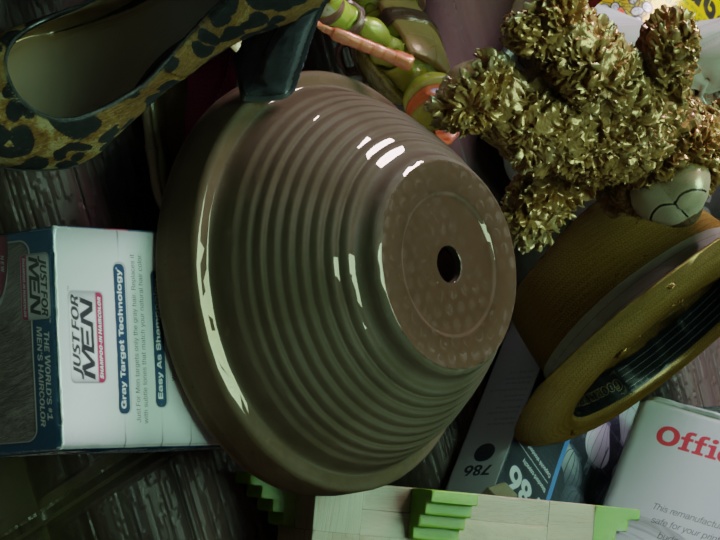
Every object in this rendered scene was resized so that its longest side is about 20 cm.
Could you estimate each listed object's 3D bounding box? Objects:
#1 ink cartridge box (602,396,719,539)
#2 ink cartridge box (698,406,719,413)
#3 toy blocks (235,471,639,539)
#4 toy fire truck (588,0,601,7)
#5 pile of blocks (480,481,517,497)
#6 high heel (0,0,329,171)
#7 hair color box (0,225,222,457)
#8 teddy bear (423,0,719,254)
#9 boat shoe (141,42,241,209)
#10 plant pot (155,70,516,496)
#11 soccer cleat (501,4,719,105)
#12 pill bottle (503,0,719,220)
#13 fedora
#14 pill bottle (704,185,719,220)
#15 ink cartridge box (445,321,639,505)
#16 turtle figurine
[{"bbox_3d":[0.196,0.190,1.580,0.083,0.145,0.200,68,41,-63],"label":"ink cartridge box"},{"bbox_3d":[0.276,0.172,1.746,0.200,0.125,0.129,30,62,-48],"label":"ink cartridge box"},{"bbox_3d":[0.033,0.177,1.405,0.200,0.100,0.137,7,86,-21],"label":"toy blocks"},{"bbox_3d":[0.076,-0.214,1.484,0.200,0.112,0.168,53,13,24],"label":"toy fire truck"},{"bbox_3d":[0.086,0.211,1.499,0.062,0.082,0.200,-9,103,-65],"label":"pile of blocks"},{"bbox_3d":[-0.105,-0.111,1.209,0.200,0.143,0.071,-12,64,-20],"label":"high heel"},{"bbox_3d":[-0.094,0.034,1.310,0.200,0.061,0.100,4,82,-54],"label":"hair color box"},{"bbox_3d":[0.118,-0.072,1.391,0.145,0.067,0.200,-40,137,-5],"label":"teddy bear"},{"bbox_3d":[-0.074,-0.114,1.348,0.069,0.074,0.200,-9,93,-60],"label":"boat shoe"},{"bbox_3d":[0.006,0.002,1.311,0.201,0.093,0.201,11,75,-47],"label":"plant pot"},{"bbox_3d":[0.168,-0.102,1.484,0.078,0.200,0.069,-44,136,-48],"label":"soccer cleat"},{"bbox_3d":[0.151,-0.129,1.624,0.113,0.113,0.200,52,48,-37],"label":"pill bottle"},{"bbox_3d":[0.144,0.010,1.530,0.082,0.201,0.201,50,33,16],"label":"fedora"},{"bbox_3d":[0.239,-0.030,1.658,0.116,0.200,0.116,11,76,-53],"label":"pill bottle"},{"bbox_3d":[0.100,0.108,1.588,0.099,0.039,0.200,54,47,-36],"label":"ink cartridge box"},{"bbox_3d":[0.026,-0.118,1.445,0.200,0.064,0.161,22,33,-37],"label":"turtle figurine"}]
